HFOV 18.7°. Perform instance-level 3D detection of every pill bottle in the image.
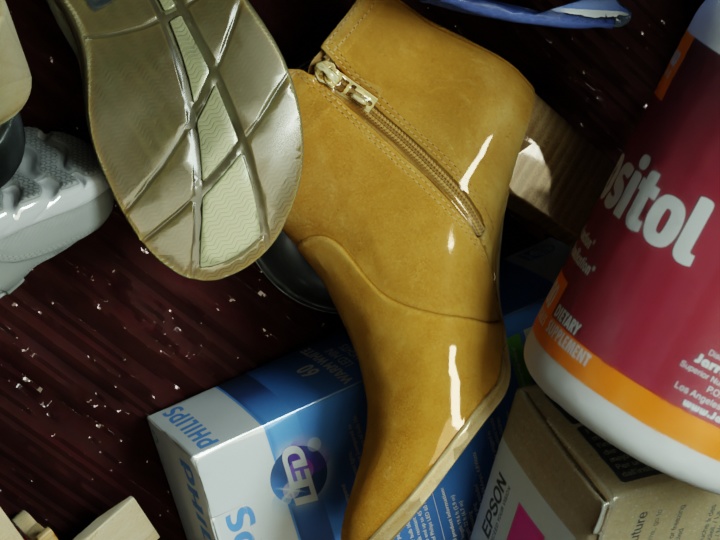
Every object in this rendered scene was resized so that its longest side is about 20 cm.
[{"bbox_3d":[0.149,-0.028,0.788,0.112,0.113,0.201,21,103,-27],"label":"pill bottle"}]

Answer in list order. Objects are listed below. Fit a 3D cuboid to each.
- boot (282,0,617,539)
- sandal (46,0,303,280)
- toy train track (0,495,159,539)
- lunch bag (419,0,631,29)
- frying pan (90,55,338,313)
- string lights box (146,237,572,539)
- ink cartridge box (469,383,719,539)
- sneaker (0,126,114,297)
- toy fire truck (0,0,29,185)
[{"bbox_3d":[0.000,-0.001,0.857,0.143,0.071,0.202,32,79,0],"label":"boot"},{"bbox_3d":[-0.082,-0.093,0.834,0.080,0.054,0.201,-28,86,-4],"label":"sandal"},{"bbox_3d":[-0.118,0.166,0.904,0.115,0.032,0.201,-40,120,-20],"label":"toy train track"},{"bbox_3d":[0.060,-0.160,0.822,0.199,0.136,0.133,1,102,-25],"label":"lunch bag"},{"bbox_3d":[-0.026,-0.051,0.899,0.189,0.031,0.116,27,89,-30],"label":"frying pan"},{"bbox_3d":[0.021,0.074,0.926,0.199,0.059,0.103,-23,113,-18],"label":"string lights box"},{"bbox_3d":[0.125,0.131,0.928,0.164,0.075,0.201,-9,132,-29],"label":"ink cartridge box"},{"bbox_3d":[-0.179,0.015,0.830,0.199,0.075,0.082,-29,127,-10],"label":"sneaker"},{"bbox_3d":[-0.236,-0.098,0.750,0.175,0.200,0.129,-33,154,-12],"label":"toy fire truck"}]
